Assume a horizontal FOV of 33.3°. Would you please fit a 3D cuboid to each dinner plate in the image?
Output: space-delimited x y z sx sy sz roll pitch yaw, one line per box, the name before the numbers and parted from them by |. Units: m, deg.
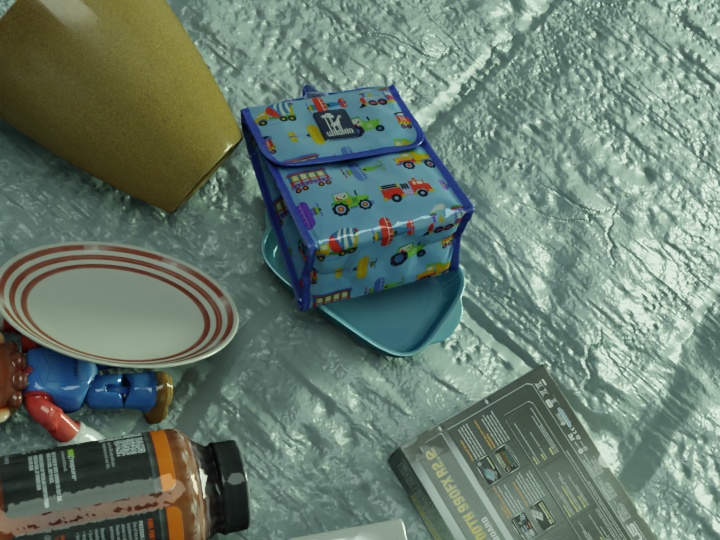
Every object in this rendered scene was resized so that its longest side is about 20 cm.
dinner plate | -0.198 0.031 0.982 0.198 0.024 0.201 11 26 -5

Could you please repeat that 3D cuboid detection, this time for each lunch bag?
lunch bag | -0.012 -0.084 1.061 0.149 0.094 0.201 -14 57 -17

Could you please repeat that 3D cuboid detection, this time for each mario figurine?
mario figurine | -0.260 0.089 0.979 0.198 0.107 0.124 1 29 -23

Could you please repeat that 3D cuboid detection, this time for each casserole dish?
casserole dish | 0.000 0.000 1.082 0.199 0.039 0.121 36 63 4

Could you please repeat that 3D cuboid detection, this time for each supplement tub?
supplement tub | -0.186 0.181 0.921 0.198 0.107 0.108 -7 68 -15

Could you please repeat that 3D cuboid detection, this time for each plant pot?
plant pot | -0.204 -0.151 1.041 0.200 0.186 0.187 44 64 -4

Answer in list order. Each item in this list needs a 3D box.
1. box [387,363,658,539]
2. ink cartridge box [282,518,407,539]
box | 0.141 0.203 1.015 0.157 0.048 0.201 -27 74 -21
ink cartridge box | -0.066 0.248 0.912 0.198 0.116 0.067 -7 69 -15
